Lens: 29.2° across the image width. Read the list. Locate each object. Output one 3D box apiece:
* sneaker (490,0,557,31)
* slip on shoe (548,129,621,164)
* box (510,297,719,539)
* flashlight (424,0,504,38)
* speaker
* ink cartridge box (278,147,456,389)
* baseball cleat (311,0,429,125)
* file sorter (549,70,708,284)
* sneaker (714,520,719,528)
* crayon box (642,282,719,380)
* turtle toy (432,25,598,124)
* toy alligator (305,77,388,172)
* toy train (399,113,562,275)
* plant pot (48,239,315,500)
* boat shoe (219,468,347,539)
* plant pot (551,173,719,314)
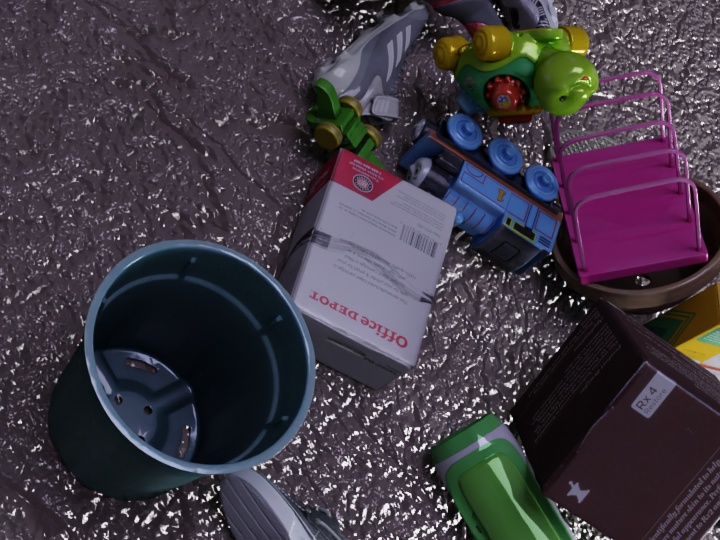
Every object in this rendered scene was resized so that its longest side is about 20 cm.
[{"bbox_3d":[0.223,-0.324,1.698,0.115,0.075,0.200,-19,75,-32],"label":"sneaker"},{"bbox_3d":[0.316,-0.112,1.666,0.200,0.061,0.074,21,94,-8],"label":"slip on shoe"},{"bbox_3d":[0.274,0.161,1.391,0.164,0.166,0.200,34,13,-13],"label":"box"},{"bbox_3d":[0.138,-0.269,1.602,0.200,0.068,0.068,58,34,-21],"label":"flashlight"},{"bbox_3d":[0.152,0.246,1.381,0.088,0.088,0.200,-27,83,-36],"label":"speaker"},{"bbox_3d":[0.000,0.000,1.409,0.145,0.083,0.200,28,57,-16],"label":"ink cartridge box"},{"bbox_3d":[0.024,-0.224,1.553,0.200,0.070,0.107,-41,107,-35],"label":"baseball cleat"},{"bbox_3d":[0.287,-0.109,1.517,0.139,0.126,0.200,-11,44,6],"label":"file sorter"},{"bbox_3d":[0.394,0.237,1.538,0.200,0.074,0.089,-27,83,-27],"label":"sneaker"},{"bbox_3d":[0.401,0.073,1.535,0.125,0.200,0.052,14,61,-24],"label":"crayon box"},{"bbox_3d":[0.178,-0.211,1.495,0.145,0.200,0.101,-5,93,-30],"label":"turtle toy"},{"bbox_3d":[-0.008,-0.120,1.481,0.200,0.054,0.059,55,49,-28],"label":"toy alligator"},{"bbox_3d":[0.134,-0.087,1.525,0.200,0.087,0.114,32,53,-14],"label":"toy train"},{"bbox_3d":[-0.169,0.102,1.192,0.200,0.196,0.201,12,63,-25],"label":"plant pot"},{"bbox_3d":[-0.052,0.252,1.278,0.200,0.072,0.071,53,43,-11],"label":"boat shoe"},{"bbox_3d":[0.319,-0.016,1.571,0.200,0.093,0.201,-9,44,9],"label":"plant pot"}]
